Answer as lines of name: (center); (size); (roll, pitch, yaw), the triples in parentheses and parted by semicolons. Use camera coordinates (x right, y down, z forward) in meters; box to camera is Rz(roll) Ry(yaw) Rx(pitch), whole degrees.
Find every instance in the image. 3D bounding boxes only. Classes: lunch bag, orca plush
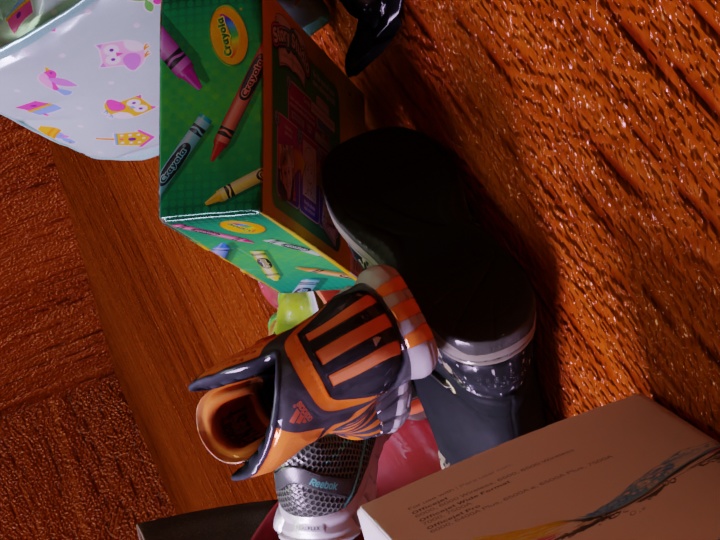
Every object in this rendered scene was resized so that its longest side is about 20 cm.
lunch bag: (-0.147, -0.155, 1.121); (0.170, 0.199, 0.123); (25, -144, -56)
orca plush: (-0.048, -0.192, 1.042); (0.105, 0.071, 0.201); (105, 143, -70)

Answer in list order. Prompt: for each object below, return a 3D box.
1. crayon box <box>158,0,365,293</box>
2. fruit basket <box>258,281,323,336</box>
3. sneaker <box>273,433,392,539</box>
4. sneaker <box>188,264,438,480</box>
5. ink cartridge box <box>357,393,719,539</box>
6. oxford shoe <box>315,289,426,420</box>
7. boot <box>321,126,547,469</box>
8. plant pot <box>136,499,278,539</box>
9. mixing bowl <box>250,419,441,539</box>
crayon box: (-0.048, -0.065, 1.032); (0.200, 0.058, 0.120); (36, -129, -70)
fruit basket: (-0.048, 0.031, 1.355); (0.185, 0.093, 0.202); (108, 145, -74)
sneaker: (-0.014, 0.072, 1.172); (0.201, 0.077, 0.092); (-79, -20, -47)
sneaker: (-0.033, 0.058, 0.948); (0.078, 0.111, 0.200); (60, 167, 13)
ink cartridge box: (0.107, 0.161, 0.748); (0.200, 0.144, 0.148); (-144, 36, -69)
oxford shoe: (0.000, 0.000, 1.154); (0.073, 0.071, 0.201); (64, -172, -72)
boot: (0.043, 0.029, 1.003); (0.204, 0.073, 0.155); (-123, 14, -50)
plant pot: (-0.047, 0.249, 1.433); (0.187, 0.198, 0.188); (162, 90, -80)
mixing bowl: (0.017, 0.199, 1.187); (0.108, 0.200, 0.200); (43, 178, -22)
